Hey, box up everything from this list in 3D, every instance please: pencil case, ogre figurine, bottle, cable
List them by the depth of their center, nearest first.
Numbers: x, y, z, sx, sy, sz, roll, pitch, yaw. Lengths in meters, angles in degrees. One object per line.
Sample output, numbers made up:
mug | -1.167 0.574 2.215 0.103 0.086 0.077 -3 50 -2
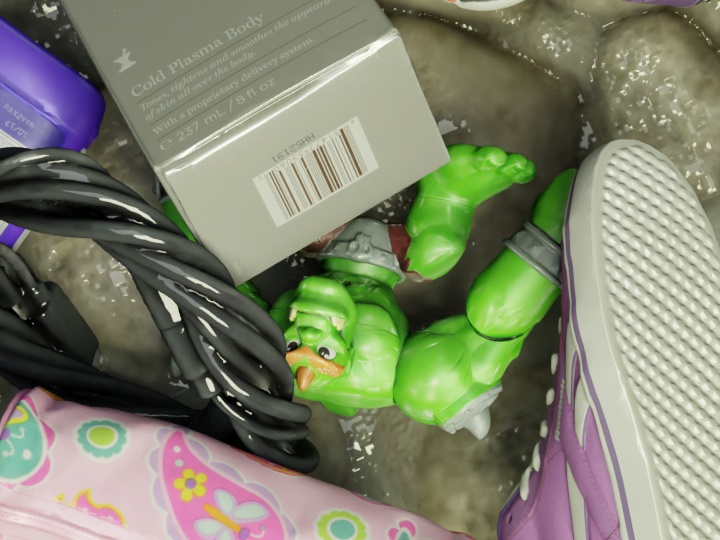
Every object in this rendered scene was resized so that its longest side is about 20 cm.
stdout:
pencil case | -0.050 0.111 0.766 0.199 0.087 0.088 20 88 6
cable | -0.097 0.026 0.798 0.162 0.201 0.051 20 60 26
ogre figurine | 0.000 0.000 0.859 0.199 0.098 0.121 12 85 -6
bottle | -0.193 -0.014 0.863 0.083 0.065 0.201 34 88 -2

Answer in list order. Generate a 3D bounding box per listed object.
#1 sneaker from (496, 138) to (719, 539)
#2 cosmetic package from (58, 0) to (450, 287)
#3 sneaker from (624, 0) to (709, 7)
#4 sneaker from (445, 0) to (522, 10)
sneaker | 0.088 0.055 0.805 0.072 0.114 0.202 4 76 -35
cosmetic package | -0.058 -0.102 0.810 0.106 0.090 0.200 -32 53 -3
sneaker | 0.118 -0.209 0.892 0.087 0.076 0.202 5 76 -37
sneaker | 0.011 -0.197 0.868 0.077 0.082 0.200 -39 92 -3
